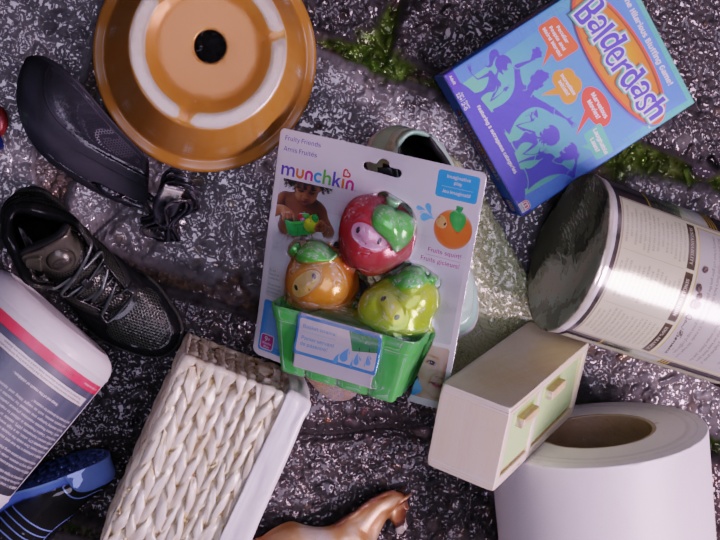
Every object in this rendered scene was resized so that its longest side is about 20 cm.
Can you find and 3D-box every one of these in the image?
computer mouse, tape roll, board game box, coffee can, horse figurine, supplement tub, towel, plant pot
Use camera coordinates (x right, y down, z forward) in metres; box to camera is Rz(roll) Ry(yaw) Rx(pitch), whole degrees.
[{"bbox_3d":[-0.230,-0.099,1.048,0.200,0.138,0.053,45,66,-2],"label":"computer mouse"},{"bbox_3d":[0.221,0.213,1.112,0.199,0.203,0.142,-9,99,-7],"label":"tape roll"},{"bbox_3d":[0.191,-0.169,1.138,0.199,0.045,0.153,-33,101,-4],"label":"board game box"},{"bbox_3d":[0.273,0.012,1.111,0.197,0.146,0.148,17,94,-16],"label":"coffee can"},{"bbox_3d":[-0.045,0.282,1.157,0.197,0.050,0.135,-2,105,-11],"label":"horse figurine"},{"bbox_3d":[-0.323,0.114,1.037,0.140,0.140,0.201,41,82,-11],"label":"supplement tub"},{"bbox_3d":[0.082,0.007,1.149,0.147,0.036,0.202,-31,100,-5],"label":"towel"},{"bbox_3d":[-0.128,-0.180,1.019,0.197,0.183,0.204,-1,97,-8],"label":"plant pot"}]

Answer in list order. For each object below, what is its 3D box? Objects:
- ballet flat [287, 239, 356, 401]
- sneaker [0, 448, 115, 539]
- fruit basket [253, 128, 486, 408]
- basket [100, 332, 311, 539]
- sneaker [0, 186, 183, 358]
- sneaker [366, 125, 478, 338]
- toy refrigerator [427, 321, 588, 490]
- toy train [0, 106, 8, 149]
[{"bbox_3d":[-0.044,0.032,1.116,0.067,0.067,0.203,-17,99,2],"label":"ballet flat"},{"bbox_3d":[-0.305,0.232,1.106,0.198,0.070,0.079,-24,103,2],"label":"sneaker"},{"bbox_3d":[0.000,0.000,1.006,0.183,0.094,0.203,15,112,17],"label":"fruit basket"},{"bbox_3d":[-0.139,0.170,1.086,0.122,0.136,0.202,23,93,-8],"label":"basket"},{"bbox_3d":[-0.238,0.011,1.064,0.076,0.114,0.200,-43,103,1],"label":"sneaker"},{"bbox_3d":[0.060,-0.029,1.062,0.073,0.118,0.203,-22,97,-8],"label":"sneaker"},{"bbox_3d":[0.136,0.114,1.062,0.069,0.199,0.077,19,110,24],"label":"toy refrigerator"},{"bbox_3d":[-0.393,-0.180,1.038,0.114,0.085,0.203,-19,100,8],"label":"toy train"}]
